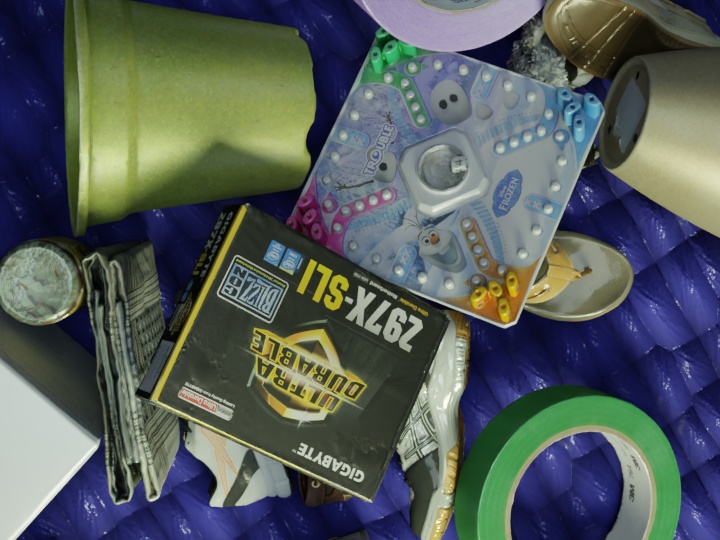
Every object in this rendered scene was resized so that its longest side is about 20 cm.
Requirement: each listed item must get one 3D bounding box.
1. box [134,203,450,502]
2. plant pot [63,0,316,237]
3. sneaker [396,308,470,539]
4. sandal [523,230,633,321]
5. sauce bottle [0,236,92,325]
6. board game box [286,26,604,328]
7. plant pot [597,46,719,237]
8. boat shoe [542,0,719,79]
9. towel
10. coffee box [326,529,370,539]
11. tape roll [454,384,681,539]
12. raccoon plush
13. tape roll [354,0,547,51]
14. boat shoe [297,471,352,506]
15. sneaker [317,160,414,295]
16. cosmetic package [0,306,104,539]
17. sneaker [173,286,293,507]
[{"bbox_3d":[-0.047,0.064,0.971,0.200,0.049,0.160,30,77,-25],"label":"box"},{"bbox_3d":[-0.137,-0.128,1.020,0.184,0.200,0.201,-1,95,-16],"label":"plant pot"},{"bbox_3d":[0.047,0.132,1.114,0.087,0.076,0.201,3,90,9],"label":"sneaker"},{"bbox_3d":[0.140,-0.008,1.108,0.199,0.054,0.081,19,93,-6],"label":"sandal"},{"bbox_3d":[-0.237,0.003,1.005,0.064,0.200,0.065,0,94,-5],"label":"sauce bottle"},{"bbox_3d":[0.065,-0.081,1.011,0.199,0.026,0.200,21,77,15],"label":"board game box"},{"bbox_3d":[0.302,-0.106,1.033,0.199,0.187,0.188,12,94,-13],"label":"plant pot"},{"bbox_3d":[0.225,-0.201,1.063,0.199,0.065,0.072,11,138,-32],"label":"boat shoe"},{"bbox_3d":[-0.174,0.073,1.016,0.034,0.200,0.193,-5,95,2],"label":"towel"},{"bbox_3d":[-0.007,0.303,1.051,0.079,0.200,0.115,-19,96,-2],"label":"coffee box"},{"bbox_3d":[0.180,0.201,1.108,0.200,0.048,0.201,-3,97,-21],"label":"tape roll"},{"bbox_3d":[0.109,-0.128,1.064,0.199,0.097,0.134,-20,91,-18],"label":"raccoon plush"},{"bbox_3d":[0.072,-0.273,0.986,0.199,0.066,0.201,-12,125,-18],"label":"tape roll"},{"bbox_3d":[-0.042,0.105,1.095,0.070,0.070,0.201,-15,96,-7],"label":"boat shoe"},{"bbox_3d":[0.000,0.000,1.057,0.075,0.087,0.201,-21,79,3],"label":"sneaker"},{"bbox_3d":[-0.304,0.092,1.008,0.199,0.200,0.123,42,91,-7],"label":"cosmetic package"},{"bbox_3d":[-0.124,0.111,1.089,0.080,0.074,0.201,-20,96,-1],"label":"sneaker"}]
